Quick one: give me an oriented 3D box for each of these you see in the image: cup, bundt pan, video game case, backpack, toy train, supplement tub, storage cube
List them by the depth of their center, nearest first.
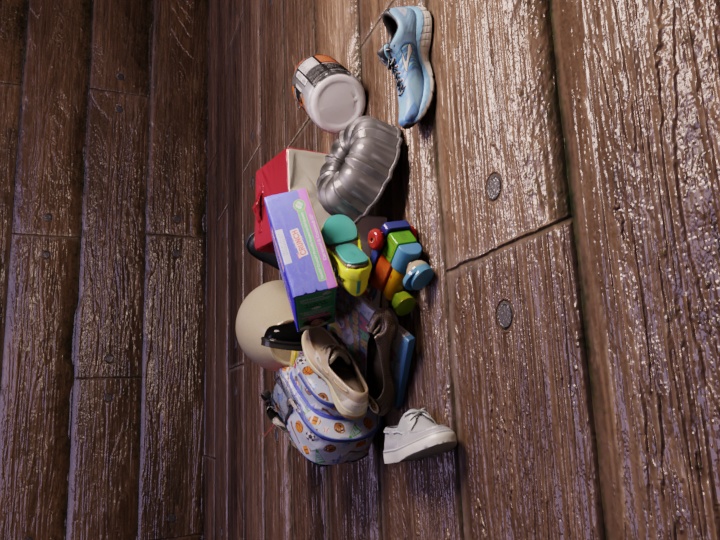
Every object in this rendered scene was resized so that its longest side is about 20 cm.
[{"bbox_3d":[0.050,0.029,1.068,0.116,0.083,0.202,56,140,36],"label":"toy train"},{"bbox_3d":[0.011,0.119,1.104,0.199,0.018,0.145,37,132,38],"label":"video game case"},{"bbox_3d":[-0.014,-0.184,1.148,0.202,0.075,0.204,-48,27,34],"label":"bundt pan"},{"bbox_3d":[-0.051,0.245,1.168,0.192,0.197,0.156,58,143,34],"label":"backpack"},{"bbox_3d":[-0.104,-0.130,1.307,0.179,0.196,0.175,-15,74,60],"label":"storage cube"},{"bbox_3d":[-0.072,-0.371,1.342,0.201,0.120,0.125,-122,40,-55],"label":"supplement tub"},{"bbox_3d":[-0.162,0.136,1.398,0.143,0.196,0.205,-149,64,-68],"label":"cup"}]

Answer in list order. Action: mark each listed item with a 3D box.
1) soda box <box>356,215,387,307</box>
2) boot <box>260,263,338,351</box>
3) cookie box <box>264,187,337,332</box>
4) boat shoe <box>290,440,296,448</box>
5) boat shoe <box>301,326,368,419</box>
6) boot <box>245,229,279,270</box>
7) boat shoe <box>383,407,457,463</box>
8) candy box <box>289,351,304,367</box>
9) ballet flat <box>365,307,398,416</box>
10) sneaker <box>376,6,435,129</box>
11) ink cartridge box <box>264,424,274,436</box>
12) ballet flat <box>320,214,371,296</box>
[{"bbox_3d":[0.000,0.000,1.194,0.063,0.067,0.205,-164,78,-66],"label":"soda box"},{"bbox_3d":[-0.093,0.068,1.240,0.079,0.207,0.162,-7,86,64],"label":"boot"},{"bbox_3d":[-0.095,-0.011,1.065,0.200,0.074,0.174,98,155,-71],"label":"cookie box"},{"bbox_3d":[-0.127,0.344,1.466,0.200,0.073,0.070,-156,65,-67],"label":"boat shoe"},{"bbox_3d":[-0.040,0.156,1.101,0.201,0.071,0.066,56,142,41],"label":"boat shoe"},{"bbox_3d":[-0.146,-0.011,1.405,0.077,0.198,0.168,-59,26,8],"label":"boot"},{"bbox_3d":[0.079,0.244,0.970,0.201,0.069,0.073,132,132,-61],"label":"boat shoe"},{"bbox_3d":[-0.089,0.160,1.314,0.026,0.100,0.204,145,133,-63],"label":"candy box"},{"bbox_3d":[0.026,0.152,1.044,0.067,0.046,0.204,33,130,41],"label":"ballet flat"},{"bbox_3d":[0.063,-0.325,1.042,0.078,0.088,0.205,158,112,-66],"label":"sneaker"},{"bbox_3d":[-0.139,0.257,1.399,0.044,0.173,0.200,44,144,6],"label":"ink cartridge box"},{"bbox_3d":[-0.025,-0.023,1.043,0.201,0.065,0.068,-116,20,-60],"label":"ballet flat"}]
